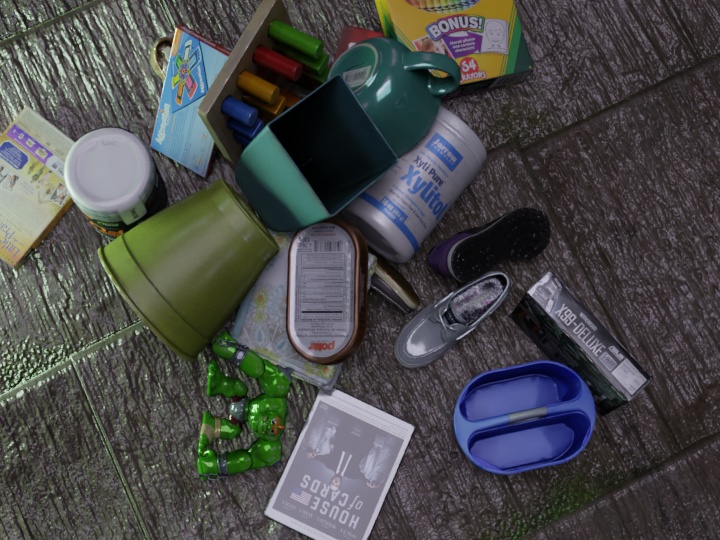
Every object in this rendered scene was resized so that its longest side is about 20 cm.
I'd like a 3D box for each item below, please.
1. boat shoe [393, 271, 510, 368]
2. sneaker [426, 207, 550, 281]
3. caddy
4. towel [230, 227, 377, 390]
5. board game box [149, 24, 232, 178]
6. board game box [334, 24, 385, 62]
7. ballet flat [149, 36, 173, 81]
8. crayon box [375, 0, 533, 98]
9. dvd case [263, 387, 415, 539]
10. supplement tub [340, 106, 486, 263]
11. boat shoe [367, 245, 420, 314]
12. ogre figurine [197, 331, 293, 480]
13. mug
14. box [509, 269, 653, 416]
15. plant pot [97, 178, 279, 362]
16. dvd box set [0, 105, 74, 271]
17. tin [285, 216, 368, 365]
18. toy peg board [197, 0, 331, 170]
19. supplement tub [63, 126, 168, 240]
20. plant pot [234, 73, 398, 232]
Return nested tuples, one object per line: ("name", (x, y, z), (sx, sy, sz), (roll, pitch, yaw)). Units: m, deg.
("boat shoe", (0.130, 0.063, 1.692), (0.200, 0.072, 0.070), (-36, 80, -9))
("sneaker", (0.183, -0.045, 1.719), (0.198, 0.087, 0.077), (-19, 105, -30))
("caddy", (0.224, 0.205, 1.643), (0.196, 0.105, 0.144), (-12, 76, -4))
("towel", (-0.082, 0.049, 1.674), (0.169, 0.048, 0.203), (20, 91, 17))
("board game box", (-0.238, -0.239, 1.705), (0.102, 0.202, 0.019), (29, 36, 10))
("board game box", (0.000, -0.263, 1.786), (0.101, 0.019, 0.204), (12, 77, 3))
("ballet flat", (-0.244, -0.269, 1.765), (0.200, 0.065, 0.071), (44, 77, 8))
("crayon box", (0.140, -0.354, 1.779), (0.197, 0.058, 0.176), (-13, 81, -14))
("dvd case", (-0.028, 0.280, 1.663), (0.148, 0.025, 0.203), (24, 77, 5))
("supplement tub", (0.074, -0.124, 1.705), (0.131, 0.132, 0.201), (37, 80, 7))
("boat shoe", (0.000, 0.000, 1.710), (0.200, 0.073, 0.065), (42, 101, 15))
("ogre figurine", (-0.157, 0.193, 1.641), (0.118, 0.098, 0.204), (7, 81, -5))
("mug", (0.031, -0.257, 1.649), (0.185, 0.114, 0.152), (-46, 43, 7))
("box", (0.300, 0.104, 1.643), (0.050, 0.158, 0.200), (-41, 80, -10))
("plant pot", (-0.219, -0.015, 1.621), (0.192, 0.200, 0.201), (-40, 80, 1))
("dvd box set", (-0.495, -0.121, 1.742), (0.145, 0.029, 0.201), (35, 78, 6))
("tin", (-0.048, 0.027, 1.622), (0.110, 0.042, 0.204), (-1, 85, 22))
("toy peg board", (-0.118, -0.247, 1.685), (0.097, 0.200, 0.201), (26, 78, 16))
("supplement tub", (-0.334, -0.111, 1.657), (0.120, 0.200, 0.125), (0, 76, 0))
("plant pot", (-0.079, -0.138, 1.607), (0.141, 0.199, 0.142), (-40, 97, -32))
